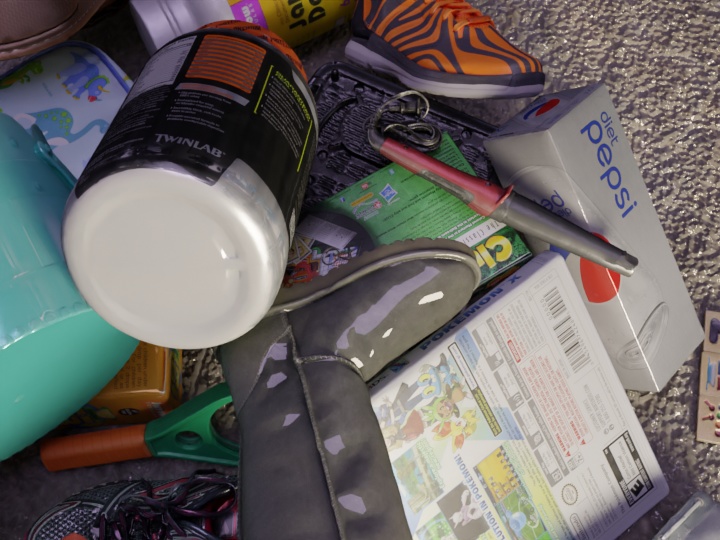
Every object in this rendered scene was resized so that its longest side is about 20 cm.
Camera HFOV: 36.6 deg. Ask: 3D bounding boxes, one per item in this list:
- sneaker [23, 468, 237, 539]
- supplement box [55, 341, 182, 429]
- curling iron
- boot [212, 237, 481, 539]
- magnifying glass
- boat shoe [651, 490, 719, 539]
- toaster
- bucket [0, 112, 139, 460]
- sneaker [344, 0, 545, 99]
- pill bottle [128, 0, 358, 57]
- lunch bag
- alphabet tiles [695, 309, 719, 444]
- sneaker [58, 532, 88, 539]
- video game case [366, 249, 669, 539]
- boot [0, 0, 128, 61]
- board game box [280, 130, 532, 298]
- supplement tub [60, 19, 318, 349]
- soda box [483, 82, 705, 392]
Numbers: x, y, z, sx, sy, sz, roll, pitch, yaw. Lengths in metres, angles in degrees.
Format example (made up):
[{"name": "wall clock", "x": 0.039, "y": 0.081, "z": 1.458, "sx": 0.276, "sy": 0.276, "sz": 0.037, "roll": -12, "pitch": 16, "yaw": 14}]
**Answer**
[{"name": "sneaker", "x": -0.128, "y": 0.167, "z": 0.725, "sx": 0.196, "sy": 0.075, "sz": 0.082, "roll": -9, "pitch": 66, "yaw": -2}, {"name": "supplement box", "x": -0.229, "y": 0.075, "z": 0.772, "sx": 0.196, "sy": 0.067, "sz": 0.070, "roll": -6, "pitch": 66, "yaw": -1}, {"name": "curling iron", "x": 0.088, "y": -0.053, "z": 0.689, "sx": 0.198, "sy": 0.026, "sz": 0.050, "roll": 33, "pitch": 74, "yaw": 12}, {"name": "boot", "x": 0.006, "y": 0.094, "z": 0.588, "sx": 0.179, "sy": 0.073, "sz": 0.202, "roll": -22, "pitch": 51, "yaw": 6}, {"name": "magnifying glass", "x": -0.127, "y": 0.114, "z": 0.756, "sx": 0.196, "sy": 0.080, "sz": 0.023, "roll": -11, "pitch": 42, "yaw": 7}, {"name": "boat shoe", "x": 0.170, "y": 0.218, "z": 0.706, "sx": 0.199, "sy": 0.071, "sz": 0.072, "roll": -33, "pitch": 59, "yaw": -17}, {"name": "toaster", "x": 0.003, "y": -0.034, "z": 0.785, "sx": 0.197, "sy": 0.119, "sz": 0.183, "roll": 24, "pitch": 68, "yaw": 10}, {"name": "bucket", "x": -0.236, "y": 0.025, "z": 0.652, "sx": 0.206, "sy": 0.208, "sz": 0.136, "roll": -35, "pitch": 76, "yaw": -13}, {"name": "sneaker", "x": 0.058, "y": -0.191, "z": 0.783, "sx": 0.077, "sy": 0.114, "sz": 0.199, "roll": -8, "pitch": 25, "yaw": -39}, {"name": "pill bottle", "x": -0.082, "y": -0.225, "z": 0.878, "sx": 0.198, "sy": 0.105, "sz": 0.105, "roll": -29, "pitch": 69, "yaw": -10}, {"name": "lunch bag", "x": -0.210, "y": -0.067, "z": 0.824, "sx": 0.160, "sy": 0.083, "sz": 0.200, "roll": -37, "pitch": 70, "yaw": -13}, {"name": "alphabet tiles", "x": 0.344, "y": 0.092, "z": 0.784, "sx": 0.196, "sy": 0.006, "sz": 0.169, "roll": 10, "pitch": 67, "yaw": 5}, {"name": "sneaker", "x": -0.230, "y": 0.231, "z": 0.683, "sx": 0.199, "sy": 0.085, "sz": 0.075, "roll": -35, "pitch": 99, "yaw": 27}, {"name": "video game case", "x": 0.096, "y": 0.120, "z": 0.702, "sx": 0.181, "sy": 0.022, "sz": 0.202, "roll": -35, "pitch": 112, "yaw": -14}, {"name": "boot", "x": -0.238, "y": -0.216, "z": 0.849, "sx": 0.200, "sy": 0.155, "sz": 0.077, "roll": -42, "pitch": 104, "yaw": -16}, {"name": "board game box", "x": 0.000, "y": 0.000, "z": 0.694, "sx": 0.198, "sy": 0.024, "sz": 0.106, "roll": -29, "pitch": 69, "yaw": -11}, {"name": "supplement tub", "x": -0.090, "y": -0.061, "z": 0.638, "sx": 0.120, "sy": 0.124, "sz": 0.201, "roll": 6, "pitch": 36, "yaw": 4}, {"name": "soda box", "x": 0.161, "y": -0.019, "z": 0.739, "sx": 0.068, "sy": 0.063, "sz": 0.202, "roll": -37, "pitch": 110, "yaw": -31}]
